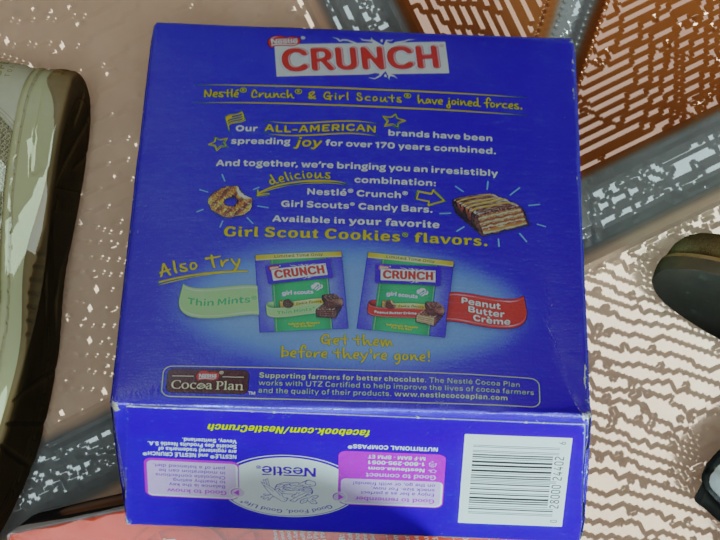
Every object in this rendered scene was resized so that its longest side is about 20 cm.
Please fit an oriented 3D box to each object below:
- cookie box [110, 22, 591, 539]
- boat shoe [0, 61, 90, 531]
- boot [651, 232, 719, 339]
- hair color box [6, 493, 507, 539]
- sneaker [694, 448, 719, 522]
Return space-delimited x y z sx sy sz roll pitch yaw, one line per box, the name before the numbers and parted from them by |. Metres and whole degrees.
cookie box | 0.000 0.000 1.046 0.171 0.075 0.200 2 47 0
boat shoe | -0.156 0.015 1.108 0.064 0.071 0.200 9 83 6
boot | 0.216 0.003 1.115 0.200 0.074 0.076 11 72 -5
hair color box | -0.030 0.106 1.090 0.200 0.102 0.061 -13 90 -1
sneaker | 0.184 0.130 1.106 0.115 0.076 0.201 15 92 21
